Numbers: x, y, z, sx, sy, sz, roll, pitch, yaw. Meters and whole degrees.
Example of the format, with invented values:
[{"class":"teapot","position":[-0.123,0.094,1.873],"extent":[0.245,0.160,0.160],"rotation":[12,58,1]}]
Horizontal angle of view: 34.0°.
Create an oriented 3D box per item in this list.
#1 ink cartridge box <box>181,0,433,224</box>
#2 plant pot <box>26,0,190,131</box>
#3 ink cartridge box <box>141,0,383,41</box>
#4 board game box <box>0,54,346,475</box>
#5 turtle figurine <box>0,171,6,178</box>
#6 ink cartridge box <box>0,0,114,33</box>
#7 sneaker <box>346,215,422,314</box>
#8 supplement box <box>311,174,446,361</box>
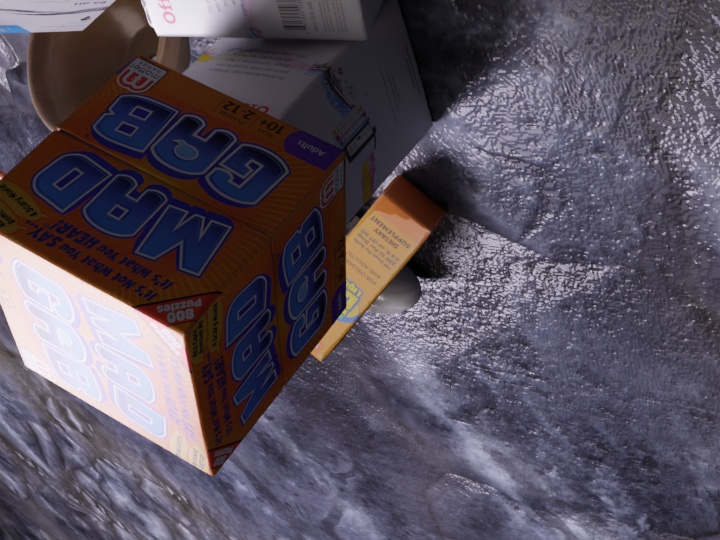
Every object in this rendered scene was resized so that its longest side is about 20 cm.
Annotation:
[{"class":"ink cartridge box","position":[-0.059,-0.136,1.054],"extent":[0.147,0.200,0.145],"rotation":[14,140,35]},{"class":"plant pot","position":[-0.240,-0.220,1.198],"extent":[0.201,0.201,0.093],"rotation":[12,-179,36]},{"class":"ink cartridge box","position":[-0.088,-0.274,0.978],"extent":[0.200,0.086,0.148],"rotation":[7,138,18]},{"class":"board game box","position":[-0.146,-0.005,0.929],"extent":[0.200,0.200,0.200],"rotation":[27,147,19]},{"class":"turtle figurine","position":[-0.301,-0.117,1.279],"extent":[0.161,0.200,0.065],"rotation":[-166,75,-74]},{"class":"ink cartridge box","position":[-0.283,-0.267,1.055],"extent":[0.200,0.116,0.067],"rotation":[-6,92,63]},{"class":"sneaker","position":[-0.018,-0.028,1.273],"extent":[0.200,0.076,0.081],"rotation":[32,138,9]},{"class":"supplement box","position":[0.000,0.000,1.209],"extent":[0.067,0.069,0.200],"rotation":[38,120,0]}]
